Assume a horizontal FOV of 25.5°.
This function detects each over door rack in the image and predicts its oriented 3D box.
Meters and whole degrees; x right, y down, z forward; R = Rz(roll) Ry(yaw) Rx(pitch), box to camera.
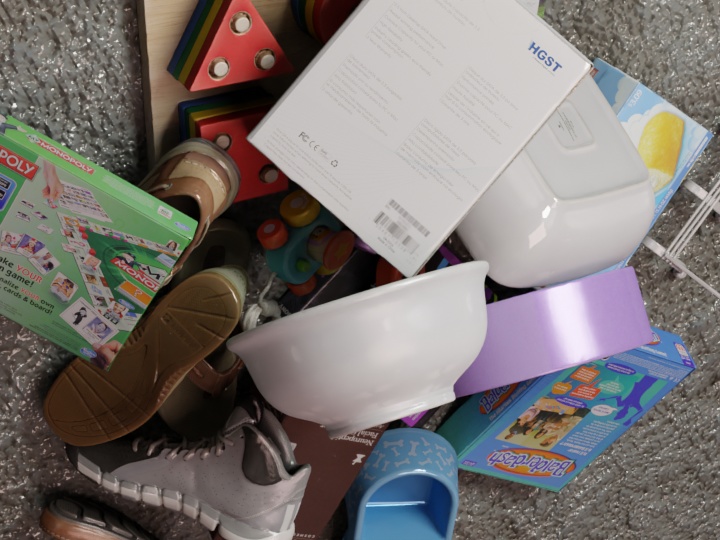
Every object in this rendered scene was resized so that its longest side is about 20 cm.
[{"bbox_3d":[0.377,-0.031,1.524,0.200,0.067,0.148,35,96,-18],"label":"over door rack"}]

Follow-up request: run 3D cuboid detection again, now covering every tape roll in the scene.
[{"bbox_3d":[0.133,0.053,1.297,0.200,0.200,0.066,-13,86,-24],"label":"tape roll"}]

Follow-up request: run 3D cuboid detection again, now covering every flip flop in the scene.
[{"bbox_3d":[-0.122,0.054,1.291,0.081,0.058,0.200,-1,116,-30],"label":"flip flop"}]

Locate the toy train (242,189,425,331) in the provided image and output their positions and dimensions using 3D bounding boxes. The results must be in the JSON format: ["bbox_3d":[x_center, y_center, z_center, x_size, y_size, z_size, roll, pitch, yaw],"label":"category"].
[{"bbox_3d":[0.000,0.000,1.263,0.200,0.056,0.150,-12,114,-46],"label":"toy train"}]

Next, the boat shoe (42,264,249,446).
[{"bbox_3d":[-0.163,0.068,1.245,0.200,0.063,0.073,-35,95,19],"label":"boat shoe"}]

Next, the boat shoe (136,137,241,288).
[{"bbox_3d":[-0.167,-0.016,1.180,0.076,0.072,0.200,35,123,-10],"label":"boat shoe"}]

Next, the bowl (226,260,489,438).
[{"bbox_3d":[0.011,0.065,1.147,0.201,0.201,0.090,-16,85,-22],"label":"bowl"}]

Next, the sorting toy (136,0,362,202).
[{"bbox_3d":[-0.060,-0.152,1.205,0.200,0.070,0.199,-14,122,-23],"label":"sorting toy"}]

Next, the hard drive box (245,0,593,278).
[{"bbox_3d":[0.042,-0.119,1.141,0.156,0.077,0.200,41,93,-1],"label":"hard drive box"}]

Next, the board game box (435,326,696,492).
[{"bbox_3d":[0.190,0.121,1.482,0.152,0.045,0.200,18,127,-37],"label":"board game box"}]

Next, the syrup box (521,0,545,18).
[{"bbox_3d":[0.099,-0.272,1.224,0.079,0.081,0.200,-9,120,-29],"label":"syrup box"}]

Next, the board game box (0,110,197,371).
[{"bbox_3d":[-0.234,-0.028,1.119,0.200,0.029,0.135,30,117,-11],"label":"board game box"}]

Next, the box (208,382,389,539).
[{"bbox_3d":[-0.052,0.143,1.350,0.100,0.075,0.200,13,121,-31],"label":"box"}]

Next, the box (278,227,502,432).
[{"bbox_3d":[0.035,0.038,1.391,0.143,0.036,0.200,-48,128,1],"label":"box"}]

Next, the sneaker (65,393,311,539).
[{"bbox_3d":[-0.130,0.138,1.281,0.200,0.075,0.116,23,109,0],"label":"sneaker"}]

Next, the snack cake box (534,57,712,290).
[{"bbox_3d":[0.205,-0.072,1.409,0.115,0.067,0.200,25,102,-40],"label":"snack cake box"}]

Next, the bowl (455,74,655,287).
[{"bbox_3d":[0.141,-0.093,1.255,0.200,0.200,0.075,-14,160,-43],"label":"bowl"}]

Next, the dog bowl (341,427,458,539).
[{"bbox_3d":[0.034,0.238,1.469,0.111,0.050,0.200,1,124,-12],"label":"dog bowl"}]

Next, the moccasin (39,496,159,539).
[{"bbox_3d":[-0.203,0.255,1.354,0.078,0.074,0.201,-51,139,-6],"label":"moccasin"}]
